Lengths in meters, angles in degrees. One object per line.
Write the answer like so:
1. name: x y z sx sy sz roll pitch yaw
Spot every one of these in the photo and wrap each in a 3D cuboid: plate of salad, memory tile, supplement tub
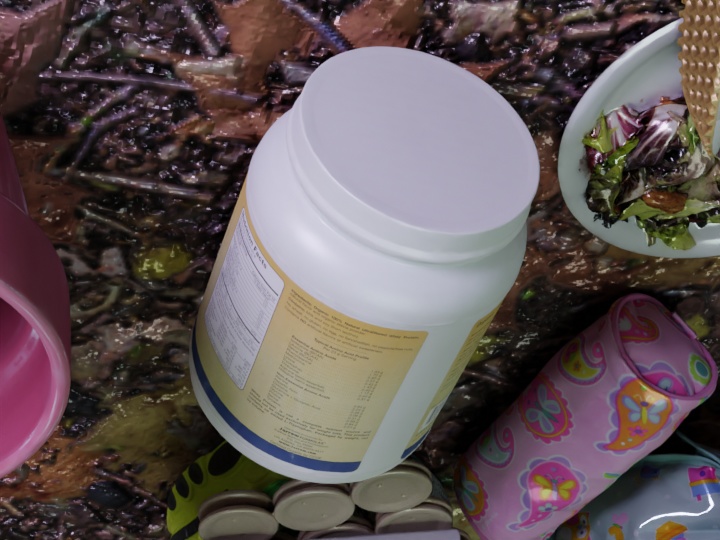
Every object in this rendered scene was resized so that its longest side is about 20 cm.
1. plate of salad: 0.205 -0.065 0.862 0.198 0.048 0.201 -6 141 -5
2. memory tile: -0.006 0.180 1.028 0.152 0.017 0.200 -16 143 11
3. supplement tub: 0.000 0.000 0.821 0.143 0.145 0.201 6 138 -18

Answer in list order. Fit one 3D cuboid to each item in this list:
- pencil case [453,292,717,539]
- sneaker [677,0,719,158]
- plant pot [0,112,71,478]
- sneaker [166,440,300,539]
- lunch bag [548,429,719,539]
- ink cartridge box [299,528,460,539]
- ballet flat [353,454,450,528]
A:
1. pencil case: 0.138 0.101 1.025 0.087 0.088 0.200 13 136 -25
2. sneaker: 0.203 -0.137 0.739 0.089 0.075 0.201 -3 132 -5
3. plant pot: -0.231 -0.017 0.725 0.198 0.180 0.201 -6 141 -5
4. sneaker: -0.041 0.124 1.029 0.199 0.075 0.083 -34 148 31
5. lunch bag: 0.247 0.189 1.098 0.170 0.123 0.199 24 148 -34
6. ink cartridge box: -0.035 0.238 1.014 0.198 0.085 0.147 -4 143 -5
7. ballet flat: 0.036 0.205 1.135 0.071 0.072 0.201 -10 140 0
